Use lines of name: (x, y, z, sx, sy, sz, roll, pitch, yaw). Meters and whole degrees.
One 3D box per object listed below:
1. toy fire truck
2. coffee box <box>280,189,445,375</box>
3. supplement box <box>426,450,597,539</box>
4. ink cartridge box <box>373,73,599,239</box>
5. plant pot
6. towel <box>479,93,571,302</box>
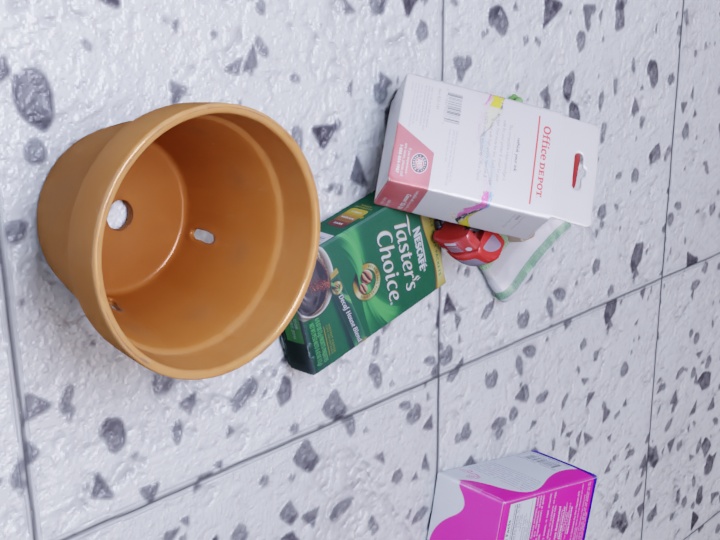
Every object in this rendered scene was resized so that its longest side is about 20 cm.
toy fire truck: (0.159, -0.078, 1.103, 0.141, 0.049, 0.200, 42, 61, -39)
coffee box: (0.000, 0.000, 1.016, 0.200, 0.044, 0.123, -31, 122, -37)
supplement box: (0.185, 0.292, 1.256, 0.200, 0.101, 0.104, 2, 101, -46)
ink cartridge box: (0.123, -0.103, 1.000, 0.200, 0.068, 0.117, 13, 71, -8)
plant pot: (-0.150, -0.032, 0.781, 0.200, 0.140, 0.201, -16, 113, -43)
towel: (0.173, -0.079, 1.185, 0.149, 0.031, 0.200, -50, 132, -25)
